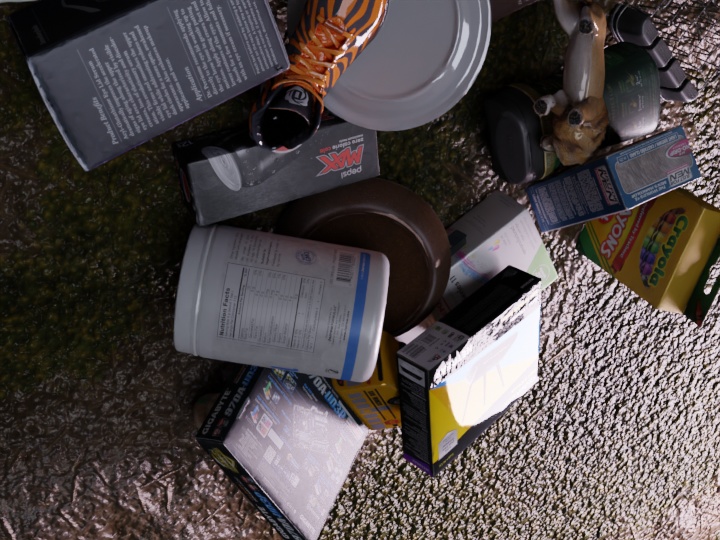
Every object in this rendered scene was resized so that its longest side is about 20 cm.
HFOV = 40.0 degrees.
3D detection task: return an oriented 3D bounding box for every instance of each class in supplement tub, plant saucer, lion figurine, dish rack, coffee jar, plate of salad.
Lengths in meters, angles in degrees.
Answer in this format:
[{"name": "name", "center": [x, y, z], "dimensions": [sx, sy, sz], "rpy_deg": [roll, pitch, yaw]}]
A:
[{"name": "supplement tub", "center": [-0.076, 0.032, 0.979], "dimensions": [0.196, 0.132, 0.134], "rpy_deg": [9, 113, -1]}, {"name": "plant saucer", "center": [0.000, 0.000, 1.054], "dimensions": [0.196, 0.035, 0.204], "rpy_deg": [0, 120, 1]}, {"name": "lion figurine", "center": [0.218, -0.203, 0.981], "dimensions": [0.122, 0.071, 0.204], "rpy_deg": [-16, 119, -58]}, {"name": "dish rack", "center": [0.395, -0.306, 1.137], "dimensions": [0.201, 0.055, 0.153], "rpy_deg": [-50, 127, 1]}, {"name": "coffee jar", "center": [0.231, -0.174, 1.099], "dimensions": [0.197, 0.085, 0.106], "rpy_deg": [-22, 123, -16]}, {"name": "plate of salad", "center": [0.027, -0.236, 0.943], "dimensions": [0.196, 0.048, 0.204], "rpy_deg": [3, 105, 9]}]

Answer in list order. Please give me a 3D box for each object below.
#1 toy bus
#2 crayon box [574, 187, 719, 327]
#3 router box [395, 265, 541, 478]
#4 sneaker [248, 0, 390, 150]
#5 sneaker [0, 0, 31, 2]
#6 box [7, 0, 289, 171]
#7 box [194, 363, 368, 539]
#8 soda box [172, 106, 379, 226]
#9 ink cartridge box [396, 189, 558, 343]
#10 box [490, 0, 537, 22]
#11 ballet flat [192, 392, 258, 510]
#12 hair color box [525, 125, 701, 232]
[{"name": "toy bus", "center": [0.027, 0.133, 1.123], "dimensions": [0.077, 0.066, 0.200], "rpy_deg": [-12, 154, 9]}, {"name": "crayon box", "center": [0.345, -0.038, 1.155], "dimensions": [0.050, 0.200, 0.129], "rpy_deg": [11, 110, -30]}, {"name": "router box", "center": [0.123, 0.107, 1.087], "dimensions": [0.199, 0.051, 0.152], "rpy_deg": [-34, 133, -35]}, {"name": "sneaker", "center": [-0.035, -0.181, 0.874], "dimensions": [0.077, 0.113, 0.201], "rpy_deg": [25, 127, -12]}, {"name": "sneaker", "center": [-0.264, -0.275, 0.804], "dimensions": [0.198, 0.079, 0.080], "rpy_deg": [-36, 122, 3]}, {"name": "box", "center": [-0.182, -0.194, 0.842], "dimensions": [0.198, 0.148, 0.106], "rpy_deg": [-28, 124, -9]}, {"name": "box", "center": [-0.080, 0.181, 1.096], "dimensions": [0.201, 0.045, 0.160], "rpy_deg": [57, 48, -36]}, {"name": "soda box", "center": [-0.082, -0.111, 0.986], "dimensions": [0.197, 0.063, 0.072], "rpy_deg": [-18, 122, -18]}, {"name": "ink cartridge box", "center": [0.120, 0.017, 1.150], "dimensions": [0.199, 0.067, 0.118], "rpy_deg": [-38, 126, -5]}, {"name": "box", "center": [0.174, -0.323, 0.986], "dimensions": [0.197, 0.100, 0.076], "rpy_deg": [-25, 124, -13]}, {"name": "ballet flat", "center": [-0.128, 0.212, 1.125], "dimensions": [0.068, 0.066, 0.202], "rpy_deg": [-48, 126, -37]}, {"name": "hair color box", "center": [0.271, -0.097, 1.089], "dimensions": [0.099, 0.200, 0.062], "rpy_deg": [-23, 92, -16]}]
